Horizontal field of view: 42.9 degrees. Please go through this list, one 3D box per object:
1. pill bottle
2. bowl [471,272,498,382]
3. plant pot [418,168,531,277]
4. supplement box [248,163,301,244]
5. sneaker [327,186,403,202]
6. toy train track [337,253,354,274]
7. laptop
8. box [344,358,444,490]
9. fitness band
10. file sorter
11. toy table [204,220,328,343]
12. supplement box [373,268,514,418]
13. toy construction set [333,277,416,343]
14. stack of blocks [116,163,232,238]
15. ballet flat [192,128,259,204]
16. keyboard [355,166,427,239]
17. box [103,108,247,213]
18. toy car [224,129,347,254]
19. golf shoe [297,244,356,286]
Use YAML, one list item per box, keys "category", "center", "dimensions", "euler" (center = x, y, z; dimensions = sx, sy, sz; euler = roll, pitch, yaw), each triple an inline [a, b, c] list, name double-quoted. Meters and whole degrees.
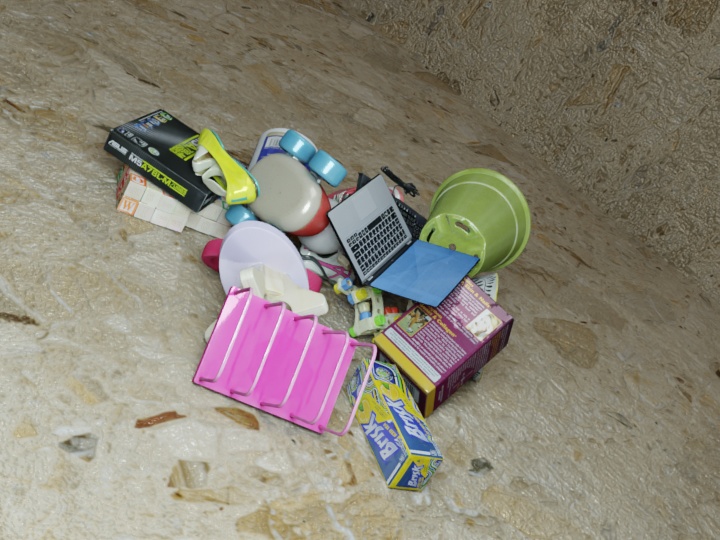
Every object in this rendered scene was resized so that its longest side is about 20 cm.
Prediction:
- category: "pill bottle"
  center: [-0.156, -0.145, 1.658]
  dimensions: [0.119, 0.120, 0.202]
  euler: [26, 60, -15]
- category: "bowl"
  center: [0.186, 0.095, 1.662]
  dimensions: [0.093, 0.203, 0.201]
  euler: [9, 24, 3]
- category: "plant pot"
  center: [0.190, -0.067, 1.649]
  dimensions: [0.199, 0.201, 0.190]
  euler: [36, 27, 9]
- category: "supplement box"
  center: [-0.146, -0.121, 1.755]
  dimensions: [0.199, 0.069, 0.067]
  euler: [36, 60, 8]
- category: "sneaker"
  center: [-0.016, -0.135, 1.754]
  dimensions: [0.199, 0.075, 0.086]
  euler: [-6, -13, 38]
- category: "toy train track"
  center: [0.000, 0.000, 1.630]
  dimensions: [0.114, 0.033, 0.200]
  euler: [40, 8, 19]
- category: "laptop"
  center: [0.073, -0.054, 1.481]
  dimensions: [0.187, 0.115, 0.201]
  euler: [-41, 108, -52]
- category: "box"
  center: [0.046, 0.223, 1.345]
  dimensions: [0.064, 0.070, 0.201]
  euler: [14, 30, -32]
- category: "fitness band"
  center: [-0.157, 0.000, 1.464]
  dimensions: [0.198, 0.038, 0.143]
  euler: [22, -14, -21]
- category: "file sorter"
  center: [-0.096, 0.122, 1.219]
  dimensions: [0.199, 0.140, 0.125]
  euler: [25, -11, -17]
- category: "toy table"
  center: [-0.142, 0.042, 1.352]
  dimensions: [0.201, 0.182, 0.118]
  euler: [57, 14, -35]
- category: "supplement box"
  center: [0.133, 0.117, 1.494]
  dimensions: [0.199, 0.104, 0.131]
  euler: [-37, 64, -20]
- category: "toy construction set"
  center: [0.052, 0.069, 1.588]
  dimensions: [0.198, 0.092, 0.132]
  euler: [-6, 73, -36]
- category: "stack of blocks"
  center: [-0.314, -0.122, 1.575]
  dimensions: [0.198, 0.059, 0.116]
  euler: [21, 26, -26]
- category: "ballet flat"
  center: [-0.237, -0.169, 1.505]
  dimensions: [0.067, 0.067, 0.200]
  euler: [-25, 48, -21]
- category: "keyboard"
  center: [0.061, -0.125, 1.675]
  dimensions: [0.199, 0.020, 0.128]
  euler: [31, 60, -44]
- category: "box"
  center: [-0.313, -0.193, 1.581]
  dimensions: [0.192, 0.048, 0.200]
  euler: [32, 24, 2]
- category: "toy car"
  center: [-0.087, -0.095, 1.544]
  dimensions: [0.177, 0.185, 0.200]
  euler: [38, 0, 42]
- category: "golf shoe"
  center: [-0.048, -0.020, 1.672]
  dimensions: [0.072, 0.093, 0.199]
  euler: [40, 23, 24]
